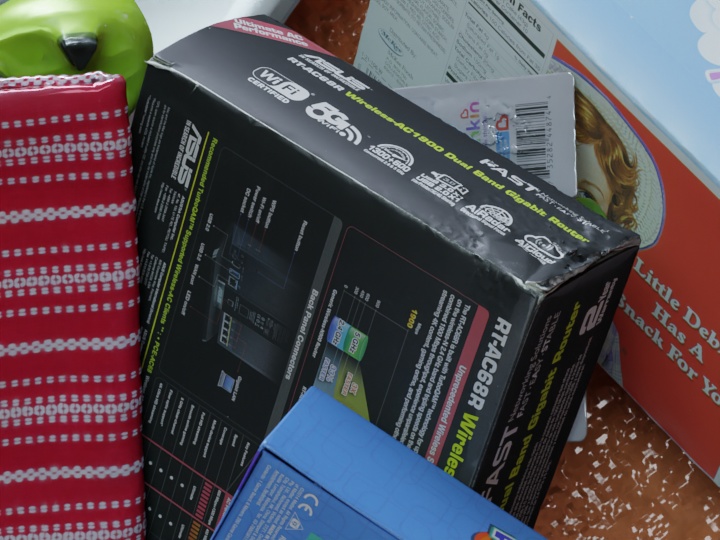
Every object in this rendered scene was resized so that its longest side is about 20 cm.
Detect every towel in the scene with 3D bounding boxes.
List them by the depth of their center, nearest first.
[{"bbox_3d":[-0.138,0.040,0.915,0.144,0.201,0.022,-4,23,-10],"label":"towel"}]

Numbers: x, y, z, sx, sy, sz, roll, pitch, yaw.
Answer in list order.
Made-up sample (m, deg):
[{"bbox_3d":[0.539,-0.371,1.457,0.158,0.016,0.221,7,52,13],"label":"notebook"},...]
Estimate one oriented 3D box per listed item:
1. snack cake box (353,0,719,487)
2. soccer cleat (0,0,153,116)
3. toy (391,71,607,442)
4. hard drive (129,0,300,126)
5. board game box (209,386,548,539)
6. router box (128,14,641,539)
[{"bbox_3d":[0.089,-0.042,0.976,0.067,0.115,0.200,-28,63,-31],"label":"snack cake box"},{"bbox_3d":[-0.163,-0.054,0.929,0.199,0.068,0.081,-12,32,-6],"label":"soccer cleat"},{"bbox_3d":[0.000,0.000,0.998,0.199,0.047,0.116,-3,88,41],"label":"toy"},{"bbox_3d":[-0.061,-0.146,1.024,0.132,0.026,0.200,32,80,15],"label":"hard drive"},{"bbox_3d":[0.030,0.150,0.889,0.200,0.045,0.152,34,121,6],"label":"board game box"},{"bbox_3d":[-0.015,0.041,0.939,0.150,0.062,0.201,33,124,23],"label":"router box"}]
